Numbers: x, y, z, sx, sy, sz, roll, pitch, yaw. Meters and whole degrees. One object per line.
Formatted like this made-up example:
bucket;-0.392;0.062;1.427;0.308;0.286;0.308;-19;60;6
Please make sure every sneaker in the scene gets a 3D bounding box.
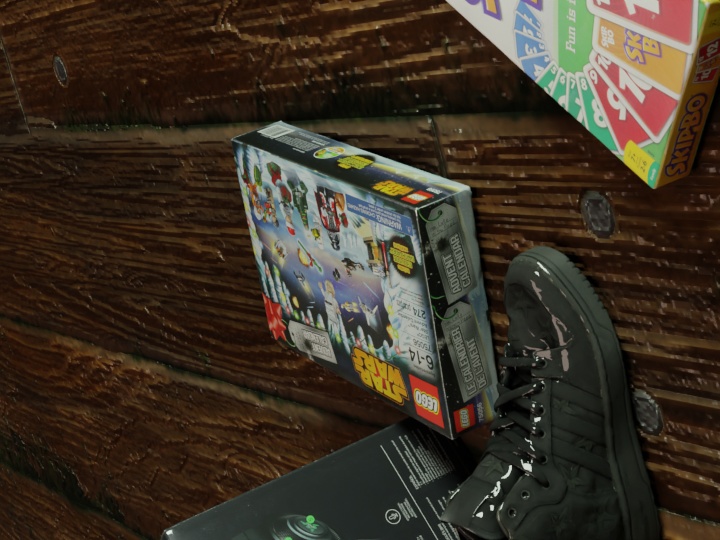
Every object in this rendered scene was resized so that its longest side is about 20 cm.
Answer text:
sneaker;0.083;0.098;0.788;0.060;0.104;0.201;-3;107;62

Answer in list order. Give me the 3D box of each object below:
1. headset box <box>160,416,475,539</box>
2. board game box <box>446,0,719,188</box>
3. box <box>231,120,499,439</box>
headset box;-0.005;0.201;0.922;0.174;0.199;0.093;57;151;19
board game box;0.081;-0.132;0.711;0.200;0.030;0.096;51;148;35
box;0.000;0.000;0.941;0.200;0.040;0.137;24;131;54
